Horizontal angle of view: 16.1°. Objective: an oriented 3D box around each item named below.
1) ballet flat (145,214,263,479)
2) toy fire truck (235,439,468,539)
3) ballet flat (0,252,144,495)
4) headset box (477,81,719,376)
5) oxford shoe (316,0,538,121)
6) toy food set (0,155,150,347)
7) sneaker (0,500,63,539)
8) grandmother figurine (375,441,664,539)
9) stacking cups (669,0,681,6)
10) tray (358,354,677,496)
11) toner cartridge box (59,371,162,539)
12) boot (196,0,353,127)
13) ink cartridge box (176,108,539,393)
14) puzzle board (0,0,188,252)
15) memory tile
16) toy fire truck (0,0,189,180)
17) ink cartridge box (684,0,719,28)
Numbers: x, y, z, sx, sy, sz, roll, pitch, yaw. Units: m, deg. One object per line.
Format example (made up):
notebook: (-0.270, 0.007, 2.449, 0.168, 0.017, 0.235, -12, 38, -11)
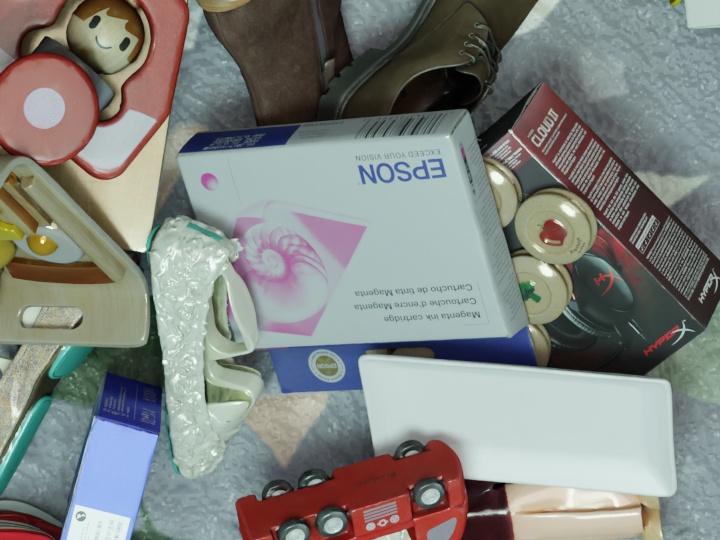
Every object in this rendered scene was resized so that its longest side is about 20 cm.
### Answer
ballet flat: (-0.096, 0.057, 1.627, 0.071, 0.072, 0.201, -8, 125, -4)
toy fire truck: (-0.022, 0.197, 1.638, 0.199, 0.049, 0.142, -16, 126, -9)
ballet flat: (-0.220, 0.059, 1.661, 0.067, 0.068, 0.201, 34, 91, 7)
headset box: (0.115, -0.012, 1.642, 0.200, 0.075, 0.149, 45, 126, -7)
oxford shoe: (0.069, -0.141, 1.642, 0.200, 0.084, 0.073, -49, 130, -13)
toy food set: (-0.233, -0.008, 1.548, 0.143, 0.200, 0.061, 1, 64, 25)
sneaker: (-0.166, 0.214, 1.652, 0.199, 0.116, 0.079, 16, 94, -6)
grandmother figurine: (0.099, 0.163, 1.688, 0.199, 0.061, 0.122, -9, 115, 4)
stacking cups: (0.137, -0.250, 1.667, 0.199, 0.061, 0.061, 31, 92, -4)
tray: (0.102, 0.093, 1.617, 0.199, 0.022, 0.108, 4, 133, 15)
toner cartridge box: (-0.157, 0.126, 1.602, 0.043, 0.200, 0.096, 16, 93, -5)
boot: (-0.036, -0.203, 1.647, 0.200, 0.072, 0.167, -50, 134, -36)
ink cartridge box: (0.000, 0.000, 1.608, 0.195, 0.043, 0.201, -4, 117, 27)
puzzle board: (-0.191, -0.121, 1.596, 0.150, 0.017, 0.201, 9, 94, -4)
memory tile: (0.058, 0.010, 1.623, 0.153, 0.017, 0.201, 24, 128, 10)
toy fire truck: (-0.190, -0.160, 1.531, 0.200, 0.112, 0.168, 39, 87, -7)
ink cartridge box: (0.273, -0.261, 1.631, 0.145, 0.083, 0.201, -11, 97, -39)
